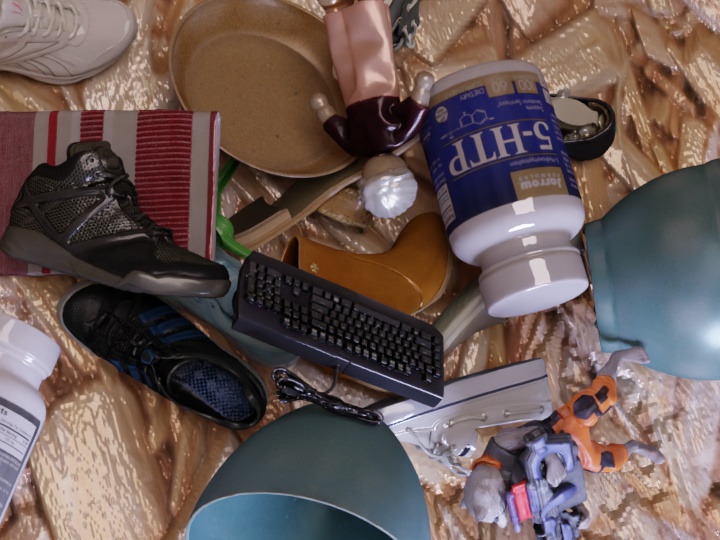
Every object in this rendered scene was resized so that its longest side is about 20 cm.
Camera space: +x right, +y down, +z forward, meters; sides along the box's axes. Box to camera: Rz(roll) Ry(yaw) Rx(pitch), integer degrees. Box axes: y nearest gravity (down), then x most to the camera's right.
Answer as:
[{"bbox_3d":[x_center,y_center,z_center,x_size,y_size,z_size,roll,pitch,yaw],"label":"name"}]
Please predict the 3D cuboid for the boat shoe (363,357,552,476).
[{"bbox_3d":[0.080,0.141,1.503,0.202,0.075,0.086,-14,89,-23],"label":"boat shoe"}]

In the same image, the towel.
[{"bbox_3d":[-0.218,-0.066,1.461,0.200,0.023,0.144,0,85,10],"label":"towel"}]

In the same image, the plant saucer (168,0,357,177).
[{"bbox_3d":[-0.082,-0.160,1.533,0.200,0.035,0.200,13,55,-20],"label":"plant saucer"}]

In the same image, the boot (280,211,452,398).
[{"bbox_3d":[-0.001,0.001,1.478,0.144,0.071,0.201,33,53,-26],"label":"boot"}]

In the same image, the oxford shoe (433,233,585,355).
[{"bbox_3d":[0.134,0.019,1.543,0.200,0.075,0.058,-43,99,-21],"label":"oxford shoe"}]

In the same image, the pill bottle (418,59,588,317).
[{"bbox_3d":[0.126,-0.068,1.470,0.120,0.120,0.200,-11,74,-15],"label":"pill bottle"}]

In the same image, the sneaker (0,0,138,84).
[{"bbox_3d":[-0.291,-0.211,1.489,0.200,0.099,0.078,-8,78,-15],"label":"sneaker"}]

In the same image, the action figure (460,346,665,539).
[{"bbox_3d":[0.171,0.173,1.487,0.193,0.200,0.105,-25,42,-22],"label":"action figure"}]

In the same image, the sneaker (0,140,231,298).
[{"bbox_3d":[-0.193,-0.042,1.404,0.199,0.076,0.114,17,94,17],"label":"sneaker"}]

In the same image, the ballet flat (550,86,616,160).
[{"bbox_3d":[0.146,-0.146,1.589,0.200,0.073,0.073,7,74,-11],"label":"ballet flat"}]

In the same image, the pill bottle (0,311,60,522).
[{"bbox_3d":[-0.324,0.136,1.382,0.116,0.116,0.200,23,71,-6],"label":"pill bottle"}]

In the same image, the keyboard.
[{"bbox_3d":[-0.015,0.066,1.387,0.200,0.021,0.127,22,54,-25],"label":"keyboard"}]

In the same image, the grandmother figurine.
[{"bbox_3d":[0.014,-0.145,1.476,0.061,0.121,0.200,-4,85,-47],"label":"grandmother figurine"}]

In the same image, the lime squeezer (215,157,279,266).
[{"bbox_3d":[-0.113,-0.047,1.486,0.071,0.038,0.200,-10,39,-4],"label":"lime squeezer"}]

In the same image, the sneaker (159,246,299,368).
[{"bbox_3d":[-0.126,0.008,1.478,0.200,0.082,0.074,32,70,-3],"label":"sneaker"}]

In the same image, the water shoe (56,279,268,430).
[{"bbox_3d":[-0.165,0.068,1.447,0.200,0.079,0.072,28,92,-4],"label":"water shoe"}]

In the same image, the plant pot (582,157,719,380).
[{"bbox_3d":[0.271,0.007,1.525,0.134,0.200,0.200,-7,76,8],"label":"plant pot"}]

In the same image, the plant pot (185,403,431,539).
[{"bbox_3d":[-0.029,0.188,1.409,0.200,0.200,0.135,23,50,-6],"label":"plant pot"}]

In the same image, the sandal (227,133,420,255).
[{"bbox_3d":[-0.023,-0.058,1.540,0.212,0.078,0.070,-31,115,-12],"label":"sandal"}]

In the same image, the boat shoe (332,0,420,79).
[{"bbox_3d":[0.037,-0.239,1.578,0.062,0.073,0.200,38,55,-17],"label":"boat shoe"}]
